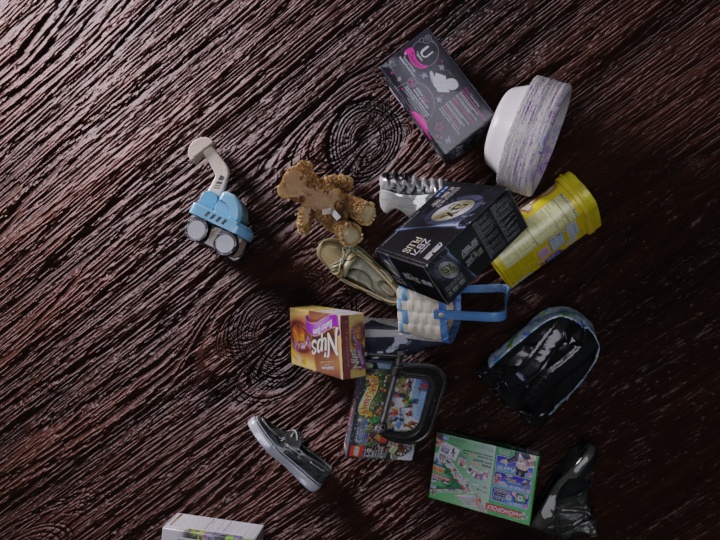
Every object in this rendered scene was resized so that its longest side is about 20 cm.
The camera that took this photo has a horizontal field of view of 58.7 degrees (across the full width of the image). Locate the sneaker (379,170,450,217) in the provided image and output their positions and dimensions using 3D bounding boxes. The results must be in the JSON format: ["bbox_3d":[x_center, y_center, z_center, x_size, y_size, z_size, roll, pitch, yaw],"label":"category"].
[{"bbox_3d":[0.131,-0.135,1.228,0.198,0.075,0.082,11,114,7],"label":"sneaker"}]

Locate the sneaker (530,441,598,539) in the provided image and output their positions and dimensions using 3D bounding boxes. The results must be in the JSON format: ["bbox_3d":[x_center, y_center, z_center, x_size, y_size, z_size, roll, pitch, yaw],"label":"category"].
[{"bbox_3d":[0.413,0.423,1.205,0.114,0.076,0.200,27,100,5],"label":"sneaker"}]

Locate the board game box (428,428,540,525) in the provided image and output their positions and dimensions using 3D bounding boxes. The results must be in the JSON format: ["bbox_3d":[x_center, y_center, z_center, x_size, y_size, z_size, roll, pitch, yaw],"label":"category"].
[{"bbox_3d":[0.237,0.396,1.234,0.199,0.029,0.136,9,95,21],"label":"board game box"}]

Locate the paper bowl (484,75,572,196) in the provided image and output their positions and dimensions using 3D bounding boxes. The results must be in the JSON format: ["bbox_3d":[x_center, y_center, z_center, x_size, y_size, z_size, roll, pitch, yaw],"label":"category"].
[{"bbox_3d":[0.288,-0.240,1.124,0.104,0.200,0.202,22,97,18],"label":"paper bowl"}]

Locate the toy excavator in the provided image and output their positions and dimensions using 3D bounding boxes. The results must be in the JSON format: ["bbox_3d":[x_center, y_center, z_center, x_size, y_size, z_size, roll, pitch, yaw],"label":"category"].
[{"bbox_3d":[-0.285,-0.143,1.288,0.193,0.100,0.201,26,84,5],"label":"toy excavator"}]

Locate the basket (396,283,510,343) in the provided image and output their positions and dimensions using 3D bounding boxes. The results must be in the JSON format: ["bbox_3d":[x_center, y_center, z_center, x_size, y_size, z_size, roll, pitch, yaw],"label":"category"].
[{"bbox_3d":[0.171,0.057,1.174,0.198,0.176,0.140,3,103,14],"label":"basket"}]

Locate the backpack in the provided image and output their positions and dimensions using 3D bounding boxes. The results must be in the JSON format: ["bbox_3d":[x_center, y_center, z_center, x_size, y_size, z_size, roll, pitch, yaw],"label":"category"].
[{"bbox_3d":[0.342,0.158,1.177,0.163,0.154,0.200,40,120,7],"label":"backpack"}]

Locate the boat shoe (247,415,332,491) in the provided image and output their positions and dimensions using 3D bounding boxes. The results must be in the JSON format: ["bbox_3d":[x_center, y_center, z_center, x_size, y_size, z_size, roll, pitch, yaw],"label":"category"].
[{"bbox_3d":[-0.140,0.357,1.302,0.200,0.072,0.071,44,90,-6],"label":"boat shoe"}]

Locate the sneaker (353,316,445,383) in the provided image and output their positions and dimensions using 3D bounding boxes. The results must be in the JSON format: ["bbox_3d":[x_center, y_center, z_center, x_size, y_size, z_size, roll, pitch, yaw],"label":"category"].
[{"bbox_3d":[0.069,0.170,1.250,0.201,0.077,0.147,3,105,-2],"label":"sneaker"}]

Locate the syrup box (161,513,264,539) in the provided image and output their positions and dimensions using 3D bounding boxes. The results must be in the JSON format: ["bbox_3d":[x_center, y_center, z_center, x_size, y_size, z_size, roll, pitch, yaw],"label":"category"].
[{"bbox_3d":[-0.307,0.569,1.328,0.198,0.081,0.079,4,93,8],"label":"syrup box"}]

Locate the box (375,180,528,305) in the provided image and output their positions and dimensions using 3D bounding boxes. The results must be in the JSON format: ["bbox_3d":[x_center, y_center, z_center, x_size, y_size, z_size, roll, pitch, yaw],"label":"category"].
[{"bbox_3d":[0.151,-0.054,1.088,0.200,0.164,0.086,-42,117,-13],"label":"box"}]

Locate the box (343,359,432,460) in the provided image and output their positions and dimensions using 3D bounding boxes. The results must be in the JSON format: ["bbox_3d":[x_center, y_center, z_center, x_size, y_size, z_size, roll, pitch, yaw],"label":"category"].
[{"bbox_3d":[0.050,0.269,1.225,0.135,0.038,0.201,5,111,-13],"label":"box"}]

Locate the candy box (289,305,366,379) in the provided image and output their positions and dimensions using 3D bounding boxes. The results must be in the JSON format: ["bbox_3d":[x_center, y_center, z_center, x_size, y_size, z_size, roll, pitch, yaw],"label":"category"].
[{"bbox_3d":[-0.065,0.132,1.214,0.056,0.200,0.118,-4,94,-32],"label":"candy box"}]

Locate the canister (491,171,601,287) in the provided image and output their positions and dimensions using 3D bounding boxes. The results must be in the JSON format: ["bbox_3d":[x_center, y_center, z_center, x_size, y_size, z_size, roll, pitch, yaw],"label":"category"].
[{"bbox_3d":[0.321,-0.068,1.153,0.200,0.148,0.087,-37,61,9],"label":"canister"}]

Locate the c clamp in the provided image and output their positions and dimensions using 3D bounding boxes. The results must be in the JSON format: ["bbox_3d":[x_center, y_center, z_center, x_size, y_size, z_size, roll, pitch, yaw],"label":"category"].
[{"bbox_3d":[0.073,0.237,1.185,0.169,0.027,0.202,2,110,-17],"label":"c clamp"}]

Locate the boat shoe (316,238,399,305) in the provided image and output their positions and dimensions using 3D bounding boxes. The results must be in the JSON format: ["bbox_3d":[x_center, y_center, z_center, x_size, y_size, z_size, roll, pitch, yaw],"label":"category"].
[{"bbox_3d":[-0.001,0.003,1.254,0.200,0.063,0.073,37,98,6],"label":"boat shoe"}]

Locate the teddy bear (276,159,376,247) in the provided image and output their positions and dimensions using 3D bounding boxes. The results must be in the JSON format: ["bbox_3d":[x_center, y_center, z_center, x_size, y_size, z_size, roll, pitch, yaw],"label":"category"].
[{"bbox_3d":[-0.066,-0.130,1.258,0.199,0.067,0.146,16,92,5],"label":"teddy bear"}]

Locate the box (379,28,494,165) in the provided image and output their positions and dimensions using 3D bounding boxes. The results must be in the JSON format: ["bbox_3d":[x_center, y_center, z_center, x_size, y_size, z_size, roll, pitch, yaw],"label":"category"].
[{"bbox_3d":[0.144,-0.315,1.177,0.114,0.132,0.201,-36,86,8],"label":"box"}]
